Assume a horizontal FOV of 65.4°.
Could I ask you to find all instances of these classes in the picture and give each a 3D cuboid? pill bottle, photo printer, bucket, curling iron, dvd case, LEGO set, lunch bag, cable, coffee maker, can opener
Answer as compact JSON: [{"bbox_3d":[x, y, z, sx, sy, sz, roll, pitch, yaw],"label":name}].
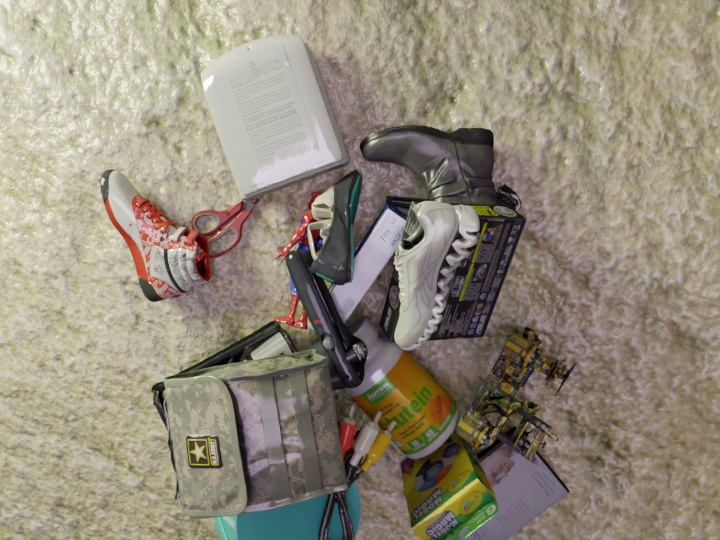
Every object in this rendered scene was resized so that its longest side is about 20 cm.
[{"bbox_3d":[0.044,0.169,0.829,0.111,0.111,0.200,-42,97,6],"label":"pill bottle"},{"bbox_3d":[-0.123,-0.218,0.785,0.166,0.069,0.201,-20,94,3],"label":"photo printer"},{"bbox_3d":[-0.105,0.337,0.804,0.206,0.135,0.209,4,80,-22],"label":"bucket"},{"bbox_3d":[0.137,-0.101,0.835,0.199,0.026,0.050,0,78,4],"label":"curling iron"},{"bbox_3d":[0.217,0.365,0.909,0.200,0.018,0.143,-40,98,6],"label":"dvd case"},{"bbox_3d":[0.240,0.194,0.811,0.116,0.154,0.201,31,86,29],"label":"LEGO set"},{"bbox_3d":[-0.130,0.192,0.670,0.199,0.118,0.165,-9,91,-14],"label":"lunch bag"},{"bbox_3d":[-0.024,0.279,0.748,0.097,0.050,0.201,23,71,-14],"label":"cable"},{"bbox_3d":[-0.186,0.160,0.812,0.199,0.192,0.135,-27,119,-17],"label":"coffee maker"},{"bbox_3d":[-0.049,0.065,0.741,0.078,0.063,0.201,-22,96,10],"label":"can opener"}]

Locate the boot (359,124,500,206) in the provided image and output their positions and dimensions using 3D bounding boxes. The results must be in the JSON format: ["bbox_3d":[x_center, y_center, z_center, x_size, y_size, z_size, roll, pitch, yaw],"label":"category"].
[{"bbox_3d":[0.099,-0.130,0.789,0.199,0.070,0.133,-1,82,1],"label":"boot"}]

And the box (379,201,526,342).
[{"bbox_3d":[0.125,0.006,0.780,0.159,0.044,0.201,-1,121,-22],"label":"box"}]

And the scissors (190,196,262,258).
[{"bbox_3d":[-0.164,-0.093,0.839,0.199,0.014,0.073,-31,95,3],"label":"scissors"}]

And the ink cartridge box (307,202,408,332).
[{"bbox_3d":[0.000,0.000,0.806,0.044,0.094,0.200,34,101,-5],"label":"ink cartridge box"}]

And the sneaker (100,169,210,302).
[{"bbox_3d":[-0.286,-0.060,0.808,0.107,0.067,0.202,-14,104,11],"label":"sneaker"}]

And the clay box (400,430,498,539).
[{"bbox_3d":[0.121,0.309,0.807,0.115,0.200,0.048,-40,97,5],"label":"clay box"}]

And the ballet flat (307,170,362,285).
[{"bbox_3d":[-0.036,-0.067,0.765,0.073,0.201,0.073,3,142,2],"label":"ballet flat"}]

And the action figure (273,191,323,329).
[{"bbox_3d":[-0.083,-0.019,0.815,0.051,0.065,0.201,8,79,31],"label":"action figure"}]

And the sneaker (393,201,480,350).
[{"bbox_3d":[0.073,0.006,0.693,0.081,0.075,0.201,13,111,-16],"label":"sneaker"}]
